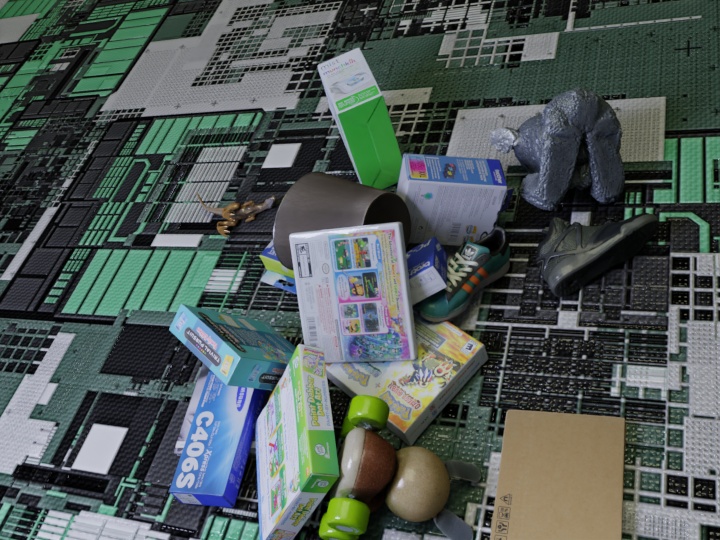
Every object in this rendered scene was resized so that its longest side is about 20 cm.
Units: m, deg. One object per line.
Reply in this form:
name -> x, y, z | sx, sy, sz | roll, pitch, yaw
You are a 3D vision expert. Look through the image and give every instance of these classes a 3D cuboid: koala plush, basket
koala plush -> 0.327, -0.215, 1.278 | 0.173, 0.189, 0.200 | -6, 16, -16
basket -> -0.025, -0.073, 1.228 | 0.197, 0.136, 0.183 | 10, 64, 47

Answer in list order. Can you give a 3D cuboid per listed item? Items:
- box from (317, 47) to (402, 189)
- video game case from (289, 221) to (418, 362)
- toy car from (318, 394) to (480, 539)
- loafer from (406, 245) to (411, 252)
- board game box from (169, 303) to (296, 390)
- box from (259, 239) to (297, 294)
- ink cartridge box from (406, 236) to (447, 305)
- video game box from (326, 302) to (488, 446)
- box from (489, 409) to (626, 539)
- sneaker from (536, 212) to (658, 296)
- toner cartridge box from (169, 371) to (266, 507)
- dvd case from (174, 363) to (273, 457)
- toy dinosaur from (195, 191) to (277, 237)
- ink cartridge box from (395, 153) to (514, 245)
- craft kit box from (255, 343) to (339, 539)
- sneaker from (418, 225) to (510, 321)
box -> 0.002, -0.283, 1.442 | 0.095, 0.202, 0.178 | -21, 45, 2
video game case -> -0.011, 0.037, 1.132 | 0.178, 0.205, 0.024 | -4, 9, 21
toy car -> 0.060, 0.285, 1.001 | 0.195, 0.159, 0.167 | 15, 60, -1
loafer -> 0.000, 0.000, 1.292 | 0.197, 0.063, 0.072 | -28, 46, -3
board game box -> -0.171, 0.123, 1.150 | 0.150, 0.199, 0.048 | 34, 98, 34
box -> -0.095, -0.054, 1.391 | 0.120, 0.048, 0.201 | 17, 58, 33
ink cartridge box -> 0.043, 0.030, 1.181 | 0.197, 0.044, 0.095 | -30, 23, 22
video game box -> 0.064, 0.140, 1.158 | 0.182, 0.047, 0.198 | -46, 49, -16
box -> 0.257, 0.278, 0.972 | 0.160, 0.021, 0.203 | 0, 51, 22
sneaker -> 0.360, -0.053, 1.179 | 0.197, 0.077, 0.115 | -30, 52, 3
toner cartridge box -> -0.214, 0.253, 1.155 | 0.093, 0.044, 0.203 | -2, 52, 19
dvd case -> -0.211, 0.208, 1.233 | 0.145, 0.016, 0.203 | -4, 50, 18
toy dinosaur -> -0.261, -0.115, 1.519 | 0.195, 0.062, 0.107 | 1, 27, 16
ink cartridge box -> 0.158, -0.113, 1.246 | 0.194, 0.138, 0.078 | 4, 46, -7
craft kit box -> -0.095, 0.244, 1.045 | 0.047, 0.199, 0.203 | 10, 43, -21
sneaker -> 0.162, -0.001, 1.187 | 0.199, 0.081, 0.071 | -36, 47, -29
